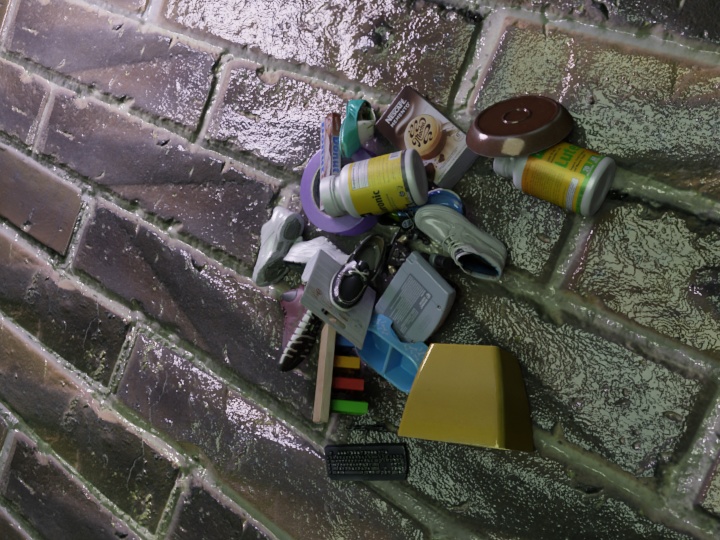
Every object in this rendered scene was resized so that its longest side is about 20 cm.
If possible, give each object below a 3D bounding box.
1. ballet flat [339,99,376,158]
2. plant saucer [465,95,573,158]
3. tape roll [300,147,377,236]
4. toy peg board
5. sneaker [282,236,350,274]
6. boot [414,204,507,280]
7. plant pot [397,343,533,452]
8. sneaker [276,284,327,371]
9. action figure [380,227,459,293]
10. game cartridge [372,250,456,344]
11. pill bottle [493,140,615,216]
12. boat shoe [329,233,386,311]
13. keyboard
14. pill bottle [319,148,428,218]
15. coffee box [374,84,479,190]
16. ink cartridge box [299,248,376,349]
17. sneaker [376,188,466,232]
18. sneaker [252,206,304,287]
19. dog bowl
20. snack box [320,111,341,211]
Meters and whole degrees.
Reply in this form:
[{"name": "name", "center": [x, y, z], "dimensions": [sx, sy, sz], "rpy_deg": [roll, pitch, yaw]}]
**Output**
[{"name": "ballet flat", "center": [-0.003, -0.311, 1.438], "dimensions": [0.070, 0.068, 0.201], "rpy_deg": [-7, 40, 11]}, {"name": "plant saucer", "center": [0.291, -0.275, 1.254], "dimensions": [0.199, 0.035, 0.201], "rpy_deg": [-13, 36, 10]}, {"name": "tape roll", "center": [-0.035, -0.180, 1.492], "dimensions": [0.199, 0.066, 0.202], "rpy_deg": [-3, 85, 30]}, {"name": "toy peg board", "center": [-0.037, 0.218, 1.407], "dimensions": [0.097, 0.200, 0.201], "rpy_deg": [7, 77, -7]}, {"name": "sneaker", "center": [-0.077, -0.035, 1.502], "dimensions": [0.199, 0.075, 0.088], "rpy_deg": [10, 67, 21]}, {"name": "boot", "center": [0.190, -0.053, 1.289], "dimensions": [0.199, 0.096, 0.074], "rpy_deg": [26, 122, 1]}, {"name": "plant pot", "center": [0.206, 0.235, 1.255], "dimensions": [0.199, 0.200, 0.178], "rpy_deg": [0, 75, 30]}, {"name": "sneaker", "center": [-0.156, 0.123, 1.540], "dimensions": [0.115, 0.076, 0.201], "rpy_deg": [30, 90, 33]}, {"name": "action figure", "center": [0.115, -0.016, 1.392], "dimensions": [0.199, 0.069, 0.131], "rpy_deg": [25, 105, 44]}, {"name": "game cartridge", "center": [0.109, 0.071, 1.358], "dimensions": [0.134, 0.040, 0.200], "rpy_deg": [50, 136, 19]}, {"name": "pill bottle", "center": [0.352, -0.185, 1.243], "dimensions": [0.199, 0.111, 0.112], "rpy_deg": [27, 99, 29]}, {"name": "boat shoe", "center": [0.000, 0.000, 1.362], "dimensions": [0.074, 0.200, 0.060], "rpy_deg": [36, 136, -2]}, {"name": "keyboard", "center": [0.008, 0.387, 1.446], "dimensions": [0.199, 0.021, 0.128], "rpy_deg": [-10, 81, 28]}, {"name": "pill bottle", "center": [0.026, -0.165, 1.330], "dimensions": [0.199, 0.111, 0.112], "rpy_deg": [-10, 81, 21]}, {"name": "coffee box", "center": [0.140, -0.274, 1.390], "dimensions": [0.200, 0.080, 0.113], "rpy_deg": [46, 109, 24]}, {"name": "ink cartridge box", "center": [-0.052, 0.064, 1.367], "dimensions": [0.160, 0.200, 0.047], "rpy_deg": [39, 121, -14]}, {"name": "sneaker", "center": [0.121, -0.112, 1.372], "dimensions": [0.199, 0.089, 0.079], "rpy_deg": [-1, 127, 35]}, {"name": "sneaker", "center": [-0.204, -0.058, 1.584], "dimensions": [0.099, 0.078, 0.201], "rpy_deg": [39, 106, 44]}, {"name": "dog bowl", "center": [0.068, 0.175, 1.386], "dimensions": [0.200, 0.049, 0.112], "rpy_deg": [35, 131, 28]}, {"name": "snack box", "center": [-0.064, -0.231, 1.442], "dimensions": [0.072, 0.024, 0.202], "rpy_deg": [169, 102, -67]}]
